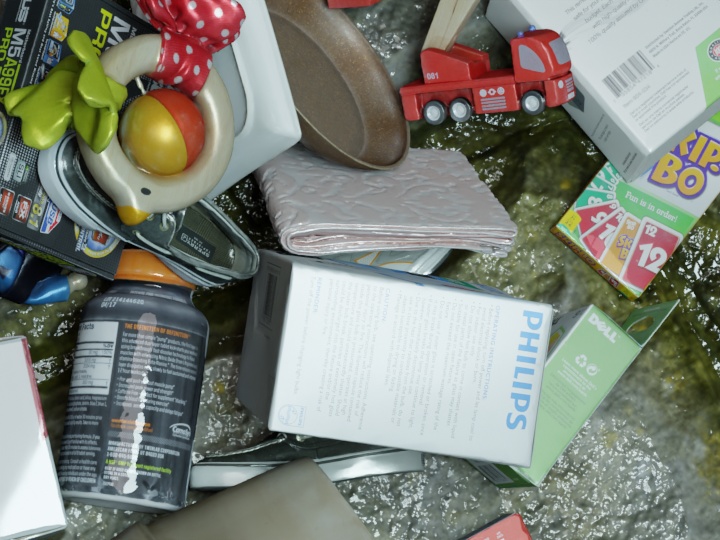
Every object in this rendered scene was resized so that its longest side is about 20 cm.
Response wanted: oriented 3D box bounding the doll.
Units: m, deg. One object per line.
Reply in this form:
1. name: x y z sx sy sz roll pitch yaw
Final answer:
1. doll: -0.268 -0.039 1.626 0.136 0.048 0.201 38 82 -12

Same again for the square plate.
1. square plate: -0.125 -0.170 1.600 0.028 0.198 0.202 -13 83 -30

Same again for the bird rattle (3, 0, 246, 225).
1. bird rattle: -0.155 -0.125 1.471 0.200 0.112 0.164 -37 111 -42

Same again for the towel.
1. towel: 0.013 -0.057 1.618 0.189 0.200 0.033 2 111 -12

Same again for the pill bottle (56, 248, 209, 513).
1. pill bottle: -0.177 0.087 1.593 0.105 0.106 0.202 9 79 -9

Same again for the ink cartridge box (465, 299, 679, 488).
1. ink cartridge box: 0.168 0.086 1.659 0.059 0.104 0.200 41 76 -5

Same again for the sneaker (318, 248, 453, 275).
1. sneaker: 0.000 0.000 1.661 0.200 0.076 0.092 -42 86 -15

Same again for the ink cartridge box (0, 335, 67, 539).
1. ink cartridge box: -0.284 0.139 1.518 0.082 0.200 0.147 -12 83 -15

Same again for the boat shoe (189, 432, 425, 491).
1. boat shoe: -0.046 0.143 1.632 0.198 0.071 0.064 -5 82 -20

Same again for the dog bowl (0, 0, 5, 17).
1. dog bowl: -0.338 -0.140 1.576 0.198 0.059 0.202 -9 70 27

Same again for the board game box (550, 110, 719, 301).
1. board game box: 0.262 -0.080 1.747 0.095 0.030 0.200 40 74 -2

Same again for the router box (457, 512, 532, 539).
1. router box: 0.080 0.322 1.632 0.199 0.049 0.181 -27 87 -13

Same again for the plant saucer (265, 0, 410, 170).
1. plant saucer: -0.038 -0.159 1.644 0.037 0.200 0.201 -35 88 26

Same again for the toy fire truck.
1. toy fire truck: 0.076 -0.197 1.677 0.198 0.049 0.142 -4 105 27

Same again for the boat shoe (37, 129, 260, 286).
1. boat shoe: -0.153 -0.051 1.521 0.199 0.071 0.073 31 66 -39

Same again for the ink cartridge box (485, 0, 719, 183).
1. ink cartridge box: 0.225 -0.203 1.715 0.145 0.084 0.200 -38 81 -12

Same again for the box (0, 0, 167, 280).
1. box: -0.224 -0.110 1.531 0.044 0.160 0.202 9 80 34

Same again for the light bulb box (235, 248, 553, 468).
1. light bulb box: 0.020 0.063 1.523 0.198 0.198 0.126 9 92 -12

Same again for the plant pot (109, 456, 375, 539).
1. plant pot: -0.073 0.241 1.531 0.173 0.200 0.201 -36 89 -8
